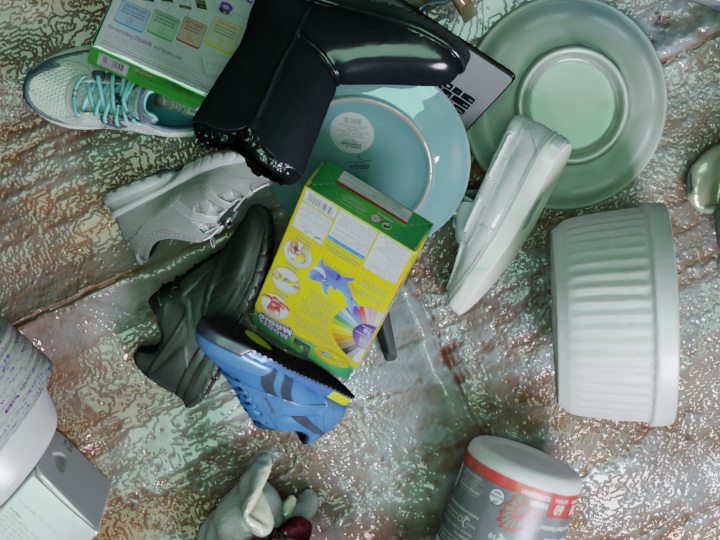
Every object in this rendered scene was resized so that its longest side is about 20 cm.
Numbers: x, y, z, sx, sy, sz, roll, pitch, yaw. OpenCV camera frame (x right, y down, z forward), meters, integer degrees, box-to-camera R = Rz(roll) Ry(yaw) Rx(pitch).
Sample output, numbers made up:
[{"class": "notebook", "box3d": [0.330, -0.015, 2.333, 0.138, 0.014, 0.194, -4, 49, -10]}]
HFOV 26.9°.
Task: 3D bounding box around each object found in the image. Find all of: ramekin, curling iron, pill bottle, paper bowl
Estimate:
[{"class": "ramekin", "box3d": [0.227, 0.040, 1.364, 0.103, 0.200, 0.203, -1, 99, 6]}, {"class": "curling iron", "box3d": [0.000, 0.000, 1.399, 0.049, 0.026, 0.202, -4, 124, 29]}, {"class": "pill bottle", "box3d": [0.126, 0.270, 1.428, 0.114, 0.116, 0.202, 18, 97, -6]}, {"class": "paper bowl", "box3d": [-0.348, 0.149, 1.333, 0.104, 0.201, 0.201, 43, 94, -16]}]

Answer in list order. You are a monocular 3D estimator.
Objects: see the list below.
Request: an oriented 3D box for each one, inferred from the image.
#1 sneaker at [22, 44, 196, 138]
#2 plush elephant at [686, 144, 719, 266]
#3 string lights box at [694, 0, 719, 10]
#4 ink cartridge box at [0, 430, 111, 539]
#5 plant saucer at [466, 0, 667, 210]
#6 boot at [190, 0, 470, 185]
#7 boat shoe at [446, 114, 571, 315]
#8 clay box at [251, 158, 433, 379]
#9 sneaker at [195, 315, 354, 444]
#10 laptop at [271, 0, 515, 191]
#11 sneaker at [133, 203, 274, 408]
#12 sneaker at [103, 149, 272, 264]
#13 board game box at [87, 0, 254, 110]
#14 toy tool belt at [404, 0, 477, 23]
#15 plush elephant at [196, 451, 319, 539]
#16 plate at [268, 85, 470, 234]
[{"class": "sneaker", "box3d": [-0.206, -0.160, 1.353, 0.197, 0.086, 0.079, 4, 98, -5]}, {"class": "plush elephant", "box3d": [0.381, -0.054, 1.377, 0.165, 0.200, 0.155, 48, 116, 4]}, {"class": "string lights box", "box3d": [0.266, -0.320, 1.375, 0.198, 0.059, 0.104, 19, 96, -7]}, {"class": "ink cartridge box", "box3d": [-0.328, 0.259, 1.379, 0.200, 0.148, 0.086, -44, 101, 4]}, {"class": "plant saucer", "box3d": [0.194, -0.155, 1.401, 0.197, 0.050, 0.203, -1, 99, -4]}, {"class": "boot", "box3d": [-0.026, -0.145, 1.257, 0.198, 0.076, 0.170, 21, 76, 4]}, {"class": "boat shoe", "box3d": [0.120, -0.052, 1.389, 0.068, 0.072, 0.201, 37, 125, 16]}, {"class": "clay box", "box3d": [-0.022, 0.005, 1.362, 0.114, 0.048, 0.201, 31, 138, 4]}, {"class": "sneaker", "box3d": [-0.088, 0.108, 1.373, 0.079, 0.066, 0.199, -51, 135, 5]}, {"class": "laptop", "box3d": [0.004, -0.141, 1.359, 0.186, 0.200, 0.117, 31, 61, -8]}, {"class": "sneaker", "box3d": [-0.145, 0.025, 1.396, 0.090, 0.076, 0.202, 27, 94, -1]}, {"class": "sneaker", "box3d": [-0.133, -0.065, 1.366, 0.198, 0.075, 0.083, -17, 98, 24]}, {"class": "board game box", "box3d": [-0.133, -0.246, 1.326, 0.151, 0.040, 0.202, 23, 72, -9]}, {"class": "toy tool belt", "box3d": [0.086, -0.290, 1.351, 0.199, 0.125, 0.123, -34, 127, 3]}, {"class": "plush elephant", "box3d": [-0.078, 0.262, 1.408, 0.198, 0.165, 0.157, 5, 59, -36]}, {"class": "plate", "box3d": [0.001, -0.100, 1.365, 0.197, 0.026, 0.202, 6, 123, 9]}]
